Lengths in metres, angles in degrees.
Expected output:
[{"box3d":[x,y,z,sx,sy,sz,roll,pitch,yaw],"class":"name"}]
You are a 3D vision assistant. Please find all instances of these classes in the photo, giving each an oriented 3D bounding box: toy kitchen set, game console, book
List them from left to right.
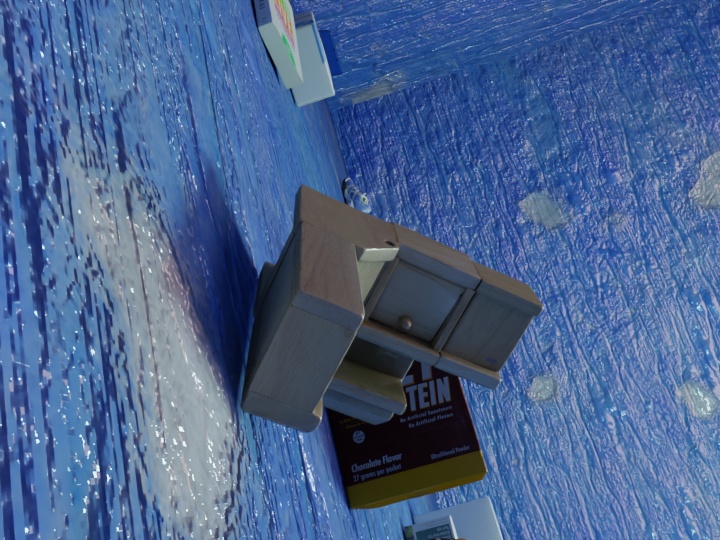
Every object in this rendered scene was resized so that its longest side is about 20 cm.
[{"box3d":[-0.147,-0.423,1.125,0.134,0.048,0.201,62,13,-57],"class":"book"},{"box3d":[-0.160,-0.914,2.755,0.171,0.118,0.200,-103,176,-46],"class":"game console"},{"box3d":[0.016,0.076,0.461,0.164,0.199,0.181,-63,-166,20],"class":"toy kitchen set"}]

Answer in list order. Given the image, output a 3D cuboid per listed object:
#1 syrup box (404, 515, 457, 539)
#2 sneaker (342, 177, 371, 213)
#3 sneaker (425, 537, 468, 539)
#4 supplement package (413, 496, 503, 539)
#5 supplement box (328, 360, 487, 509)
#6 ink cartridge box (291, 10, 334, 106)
[{"box3d":[0.133,0.488,1.091,0.082,0.078,0.201,-102,175,-50],"class":"syrup box"},{"box3d":[-0.015,-0.245,2.283,0.076,0.077,0.201,68,5,-49],"class":"sneaker"},{"box3d":[0.112,0.470,0.926,0.078,0.077,0.201,125,-22,-46],"class":"sneaker"},{"box3d":[0.201,0.557,1.256,0.111,0.155,0.201,70,5,-46],"class":"supplement package"},{"box3d":[0.043,0.141,0.732,0.197,0.132,0.201,65,9,-69],"class":"supplement box"},{"box3d":[-0.114,-0.440,1.377,0.200,0.083,0.146,-101,173,-62],"class":"ink cartridge box"}]
